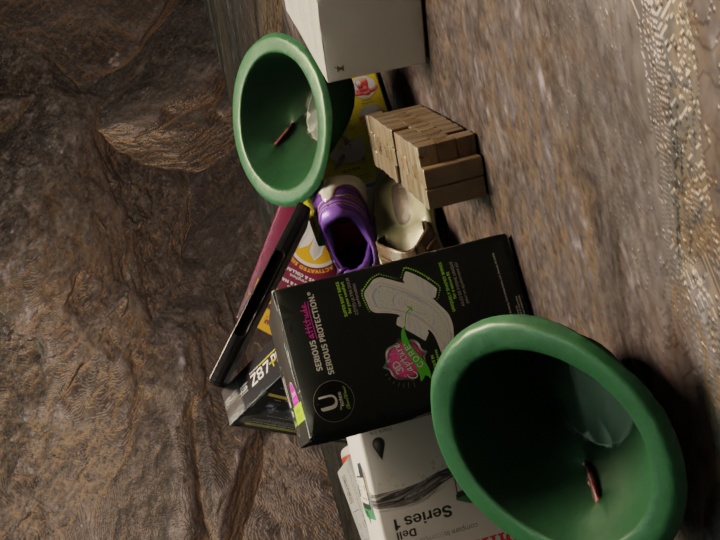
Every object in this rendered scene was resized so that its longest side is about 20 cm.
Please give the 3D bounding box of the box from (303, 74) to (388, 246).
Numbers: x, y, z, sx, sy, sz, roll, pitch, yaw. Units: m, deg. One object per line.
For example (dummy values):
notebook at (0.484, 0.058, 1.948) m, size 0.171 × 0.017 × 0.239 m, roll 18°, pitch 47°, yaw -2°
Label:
box at (-0.019, -0.136, 1.303) m, size 0.048 × 0.117 × 0.201 m, roll 87°, pitch 168°, yaw -70°

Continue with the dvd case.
dvd case at (-0.104, 0.030, 1.236) m, size 0.201 × 0.017 × 0.143 m, roll -63°, pitch 2°, yaw -7°

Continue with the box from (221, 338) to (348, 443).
box at (-0.014, 0.111, 1.204) m, size 0.161 × 0.199 × 0.049 m, roll -46°, pitch 47°, yaw 30°

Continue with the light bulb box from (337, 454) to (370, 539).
light bulb box at (0.070, 0.275, 1.274) m, size 0.200 × 0.124 × 0.199 m, roll 110°, pitch 140°, yaw -75°

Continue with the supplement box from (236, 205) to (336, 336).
supplement box at (-0.052, -0.016, 1.384) m, size 0.201 × 0.110 × 0.086 m, roll -67°, pitch -9°, yaw 21°

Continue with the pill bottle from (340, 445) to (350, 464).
pill bottle at (0.050, 0.319, 1.564) m, size 0.112 × 0.112 × 0.201 m, roll 106°, pitch 151°, yaw -72°

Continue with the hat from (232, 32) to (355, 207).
hat at (-0.021, -0.176, 1.256) m, size 0.165 × 0.176 × 0.201 m, roll 18°, pitch 111°, yaw 46°

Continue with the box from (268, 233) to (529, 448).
box at (0.032, 0.064, 1.002) m, size 0.149 × 0.199 × 0.125 m, roll 117°, pitch 139°, yaw -76°

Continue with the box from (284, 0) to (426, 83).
box at (-0.015, -0.280, 1.129) m, size 0.200 × 0.097 × 0.125 m, roll -115°, pitch 15°, yaw -55°

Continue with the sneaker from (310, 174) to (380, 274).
sneaker at (0.000, 0.000, 1.224) m, size 0.084 × 0.080 × 0.200 m, roll -89°, pitch -26°, yaw -54°

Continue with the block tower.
block tower at (0.056, -0.108, 1.076) m, size 0.200 × 0.058 × 0.054 m, roll -131°, pitch 29°, yaw -69°

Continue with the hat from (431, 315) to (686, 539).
hat at (0.155, 0.071, 0.777) m, size 0.200 × 0.176 × 0.166 m, roll 30°, pitch 128°, yaw 28°

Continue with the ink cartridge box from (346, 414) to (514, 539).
ink cartridge box at (0.069, 0.181, 1.122) m, size 0.084 × 0.145 × 0.201 m, roll 172°, pitch 85°, yaw -79°

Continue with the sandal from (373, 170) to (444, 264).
sandal at (0.045, -0.022, 1.153) m, size 0.057 × 0.080 × 0.202 m, roll 40°, pitch -151°, yaw -58°
